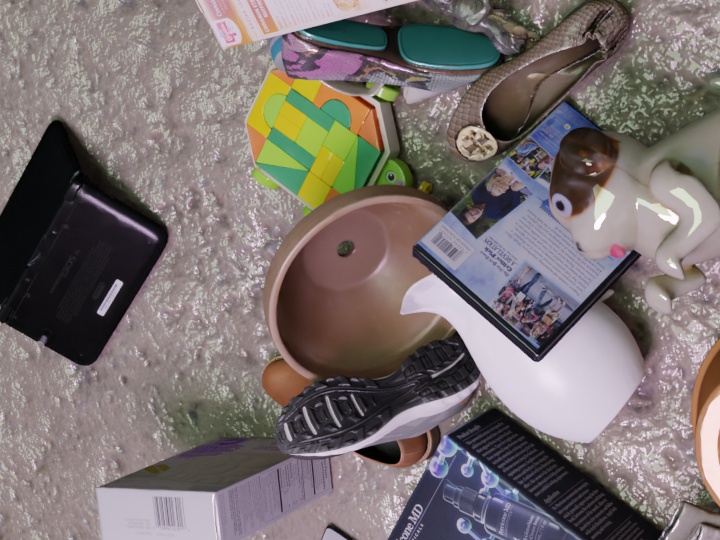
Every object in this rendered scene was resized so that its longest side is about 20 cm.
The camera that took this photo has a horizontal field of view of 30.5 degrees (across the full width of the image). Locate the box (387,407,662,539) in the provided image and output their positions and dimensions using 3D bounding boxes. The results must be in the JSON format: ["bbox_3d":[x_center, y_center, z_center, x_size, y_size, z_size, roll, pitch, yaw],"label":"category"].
[{"bbox_3d":[0.143,0.248,1.189,0.199,0.107,0.149,35,114,22],"label":"box"}]

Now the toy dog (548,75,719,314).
[{"bbox_3d":[0.247,-0.067,1.036,0.198,0.140,0.196,-5,75,6],"label":"toy dog"}]

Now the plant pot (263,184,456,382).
[{"bbox_3d":[0.000,0.000,1.215,0.202,0.199,0.093,-63,31,22],"label":"plant pot"}]

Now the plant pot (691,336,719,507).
[{"bbox_3d":[0.347,0.125,1.034,0.198,0.140,0.202,5,100,28],"label":"plant pot"}]

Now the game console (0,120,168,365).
[{"bbox_3d":[-0.318,-0.029,1.461,0.175,0.117,0.201,30,116,-10],"label":"game console"}]

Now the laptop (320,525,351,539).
[{"bbox_3d":[-0.011,0.394,1.296,0.199,0.116,0.189,30,111,22],"label":"laptop"}]

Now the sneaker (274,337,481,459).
[{"bbox_3d":[0.019,0.132,1.207,0.080,0.198,0.074,90,158,-53],"label":"sneaker"}]

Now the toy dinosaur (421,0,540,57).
[{"bbox_3d":[0.080,-0.260,1.169,0.199,0.047,0.089,27,89,12],"label":"toy dinosaur"}]

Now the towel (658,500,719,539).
[{"bbox_3d":[0.309,0.309,1.105,0.198,0.035,0.194,24,110,-1],"label":"towel"}]

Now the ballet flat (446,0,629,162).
[{"bbox_3d":[0.152,-0.159,1.143,0.067,0.047,0.200,37,119,-27],"label":"ballet flat"}]

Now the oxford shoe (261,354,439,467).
[{"bbox_3d":[-0.023,0.134,1.288,0.199,0.071,0.072,21,109,27],"label":"oxford shoe"}]

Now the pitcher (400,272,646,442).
[{"bbox_3d":[0.160,0.034,1.142,0.200,0.121,0.172,40,87,7],"label":"pitcher"}]

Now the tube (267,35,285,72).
[{"bbox_3d":[-0.081,-0.285,1.254,0.077,0.050,0.202,-26,67,25],"label":"tube"}]

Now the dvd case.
[{"bbox_3d":[0.160,-0.036,1.110,0.143,0.018,0.200,41,71,17],"label":"dvd case"}]

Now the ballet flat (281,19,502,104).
[{"bbox_3d":[0.026,-0.186,1.188,0.198,0.070,0.072,6,136,-7],"label":"ballet flat"}]

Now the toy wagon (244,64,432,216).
[{"bbox_3d":[-0.020,-0.119,1.263,0.199,0.039,0.156,37,114,20],"label":"toy wagon"}]

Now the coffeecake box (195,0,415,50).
[{"bbox_3d":[-0.037,-0.290,1.152,0.198,0.073,0.155,-12,49,15],"label":"coffeecake box"}]

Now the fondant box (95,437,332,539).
[{"bbox_3d":[-0.139,0.214,1.291,0.143,0.199,0.059,-3,95,30],"label":"fondant box"}]
